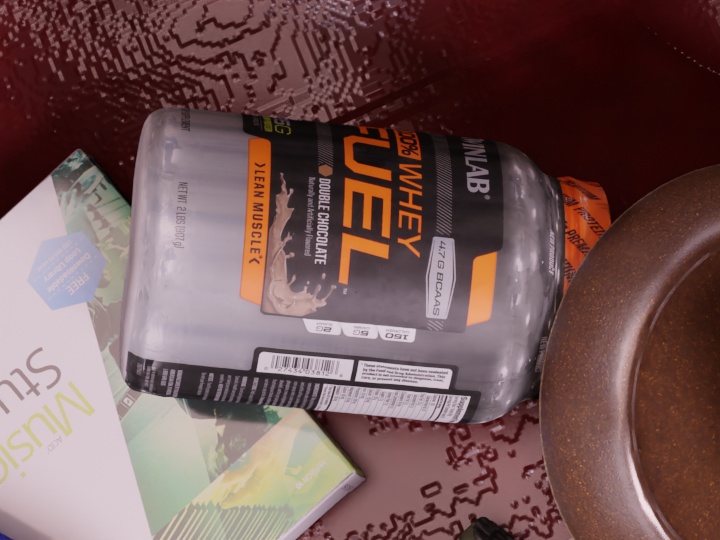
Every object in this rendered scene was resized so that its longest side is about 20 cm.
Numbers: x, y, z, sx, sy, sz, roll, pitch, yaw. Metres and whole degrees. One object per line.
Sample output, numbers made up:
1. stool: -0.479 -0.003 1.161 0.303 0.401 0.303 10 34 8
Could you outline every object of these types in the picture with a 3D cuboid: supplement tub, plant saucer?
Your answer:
1. supplement tub: 0.000 0.000 0.991 0.199 0.123 0.123 5 83 -7
2. plant saucer: 0.170 0.055 0.965 0.199 0.034 0.202 -1 93 -22

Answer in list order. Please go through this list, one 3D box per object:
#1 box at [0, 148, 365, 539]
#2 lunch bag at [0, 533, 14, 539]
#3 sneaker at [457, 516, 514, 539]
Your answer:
1. box: -0.115 0.066 1.056 0.144 0.036 0.200 -42 80 1
2. lunch bag: -0.199 0.200 1.006 0.169 0.127 0.201 27 97 11
3. sneaker: 0.044 0.180 0.949 0.077 0.200 0.089 37 106 -2
